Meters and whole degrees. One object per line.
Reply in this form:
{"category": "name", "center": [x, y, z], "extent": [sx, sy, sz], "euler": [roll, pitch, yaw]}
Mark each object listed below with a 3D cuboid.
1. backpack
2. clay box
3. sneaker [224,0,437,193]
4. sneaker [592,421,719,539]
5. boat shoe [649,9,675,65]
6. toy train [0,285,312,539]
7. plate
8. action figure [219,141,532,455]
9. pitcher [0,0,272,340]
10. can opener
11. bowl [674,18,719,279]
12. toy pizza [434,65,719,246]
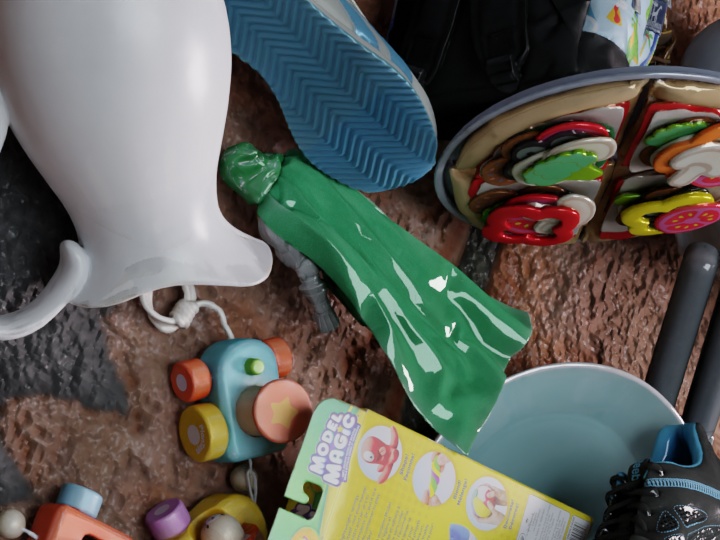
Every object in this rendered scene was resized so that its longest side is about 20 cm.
{"category": "backpack", "center": [0.101, -0.176, 1.505], "extent": [0.153, 0.162, 0.201], "euler": [15, 73, -47]}
{"category": "clay box", "center": [0.026, 0.151, 1.447], "extent": [0.199, 0.047, 0.116], "euler": [28, 77, -32]}
{"category": "sneaker", "center": [-0.025, -0.126, 1.425], "extent": [0.200, 0.076, 0.081], "euler": [48, 25, -26]}
{"category": "sneaker", "center": [0.150, 0.152, 1.486], "extent": [0.200, 0.073, 0.082], "euler": [-36, 110, -55]}
{"category": "boat shoe", "center": [0.147, -0.130, 1.585], "extent": [0.072, 0.067, 0.202], "euler": [14, 80, -39]}
{"category": "toy train", "center": [-0.094, 0.104, 1.388], "extent": [0.150, 0.055, 0.201], "euler": [36, 67, -34]}
{"category": "plate", "center": [0.109, 0.149, 1.549], "extent": [0.199, 0.026, 0.202], "euler": [-4, 102, -22]}
{"category": "action figure", "center": [0.000, 0.000, 1.457], "extent": [0.200, 0.055, 0.118], "euler": [44, 39, -15]}
{"category": "pitcher", "center": [-0.140, -0.074, 1.325], "extent": [0.171, 0.121, 0.201], "euler": [-21, 114, -23]}
{"category": "can opener", "center": [0.189, 0.072, 1.588], "extent": [0.067, 0.052, 0.201], "euler": [-70, 173, -59]}
{"category": "bowl", "center": [0.227, -0.064, 1.612], "extent": [0.201, 0.090, 0.203], "euler": [-11, 90, -82]}
{"category": "toy pizza", "center": [0.139, -0.052, 1.467], "extent": [0.199, 0.200, 0.032], "euler": [15, 58, -38]}
